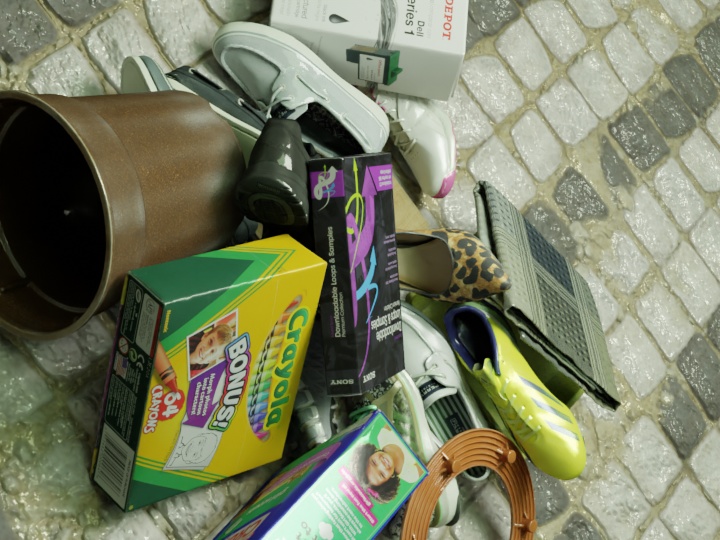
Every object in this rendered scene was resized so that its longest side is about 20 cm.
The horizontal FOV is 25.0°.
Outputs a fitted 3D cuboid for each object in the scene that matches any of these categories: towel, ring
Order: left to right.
[{"bbox_3d":[0.105,0.246,1.498,0.199,0.019,0.202,-8,101,-46],"label":"ring"},{"bbox_3d":[0.181,0.028,1.618,0.192,0.034,0.201,42,25,-32],"label":"towel"}]

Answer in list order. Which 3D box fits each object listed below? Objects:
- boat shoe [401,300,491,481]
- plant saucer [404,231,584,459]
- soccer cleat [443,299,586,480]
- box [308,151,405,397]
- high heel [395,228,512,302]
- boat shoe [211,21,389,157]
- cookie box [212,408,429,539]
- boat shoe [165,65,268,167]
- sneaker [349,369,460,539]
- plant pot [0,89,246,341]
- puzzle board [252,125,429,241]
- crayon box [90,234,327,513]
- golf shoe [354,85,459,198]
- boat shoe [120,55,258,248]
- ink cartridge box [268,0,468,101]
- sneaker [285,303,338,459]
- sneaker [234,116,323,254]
[{"bbox_3d":[0.071,0.111,1.540,0.200,0.073,0.067,52,4,-4],"label":"boat shoe"},{"bbox_3d":[0.141,0.070,1.658,0.200,0.048,0.200,54,47,-4],"label":"plant saucer"},{"bbox_3d":[0.140,0.114,1.530,0.201,0.065,0.084,59,24,17],"label":"soccer cleat"},{"bbox_3d":[0.000,0.000,1.414,0.143,0.036,0.202,-19,107,-72],"label":"box"},{"bbox_3d":[0.031,-0.004,1.504,0.142,0.199,0.072,-8,110,-45],"label":"high heel"},{"bbox_3d":[-0.060,-0.167,1.582,0.200,0.070,0.072,32,42,-14],"label":"boat shoe"},{"bbox_3d":[-0.060,0.223,1.330,0.075,0.171,0.200,49,46,-4],"label":"cookie box"},{"bbox_3d":[-0.109,-0.125,1.527,0.198,0.075,0.066,31,41,2],"label":"boat shoe"},{"bbox_3d":[0.017,0.158,1.500,0.088,0.077,0.201,-23,82,-35],"label":"sneaker"},{"bbox_3d":[-0.211,-0.062,1.350,0.198,0.200,0.201,-20,82,-52],"label":"plant pot"},{"bbox_3d":[-0.029,-0.053,1.604,0.151,0.017,0.200,53,47,-7],"label":"puzzle board"},{"bbox_3d":[-0.125,0.083,1.336,0.172,0.201,0.058,-14,38,-42],"label":"crayon box"},{"bbox_3d":[0.040,-0.164,1.688,0.091,0.075,0.201,-5,66,-29],"label":"golf shoe"},{"bbox_3d":[-0.156,-0.108,1.482,0.062,0.073,0.201,-28,95,-31],"label":"boat shoe"},{"bbox_3d":[0.009,-0.266,1.644,0.198,0.085,0.147,8,59,-5],"label":"ink cartridge box"},{"bbox_3d":[-0.028,0.093,1.468,0.115,0.075,0.201,-25,84,-23],"label":"sneaker"},{"bbox_3d":[-0.055,-0.059,1.412,0.075,0.200,0.091,8,65,8],"label":"sneaker"}]
